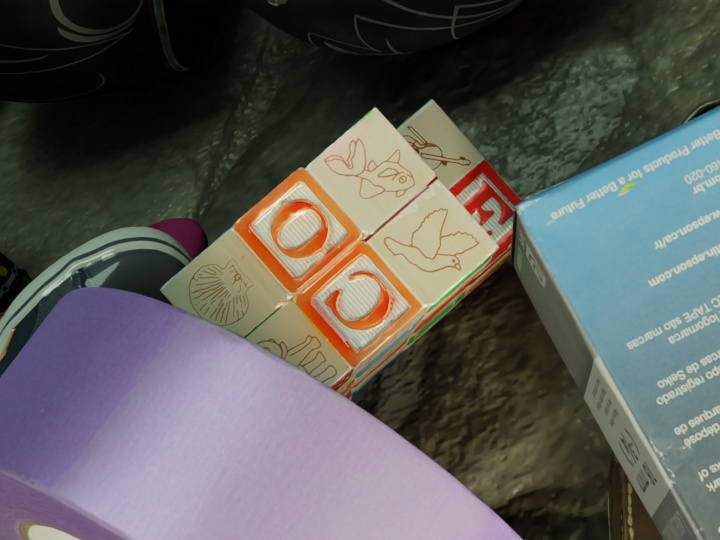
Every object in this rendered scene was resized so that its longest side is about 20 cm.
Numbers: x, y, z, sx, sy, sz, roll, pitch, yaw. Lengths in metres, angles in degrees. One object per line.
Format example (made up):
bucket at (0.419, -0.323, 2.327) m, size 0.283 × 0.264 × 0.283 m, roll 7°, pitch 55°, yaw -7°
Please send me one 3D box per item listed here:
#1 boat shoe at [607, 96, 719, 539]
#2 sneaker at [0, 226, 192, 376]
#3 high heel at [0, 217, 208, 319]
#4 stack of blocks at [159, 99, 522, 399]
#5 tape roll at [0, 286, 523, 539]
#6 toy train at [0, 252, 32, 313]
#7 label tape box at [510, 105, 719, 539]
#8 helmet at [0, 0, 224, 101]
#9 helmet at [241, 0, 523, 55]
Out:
boat shoe at (0.112, 0.026, 0.645) m, size 0.075 × 0.075 × 0.202 m, roll -12°, pitch 45°, yaw 29°
sneaker at (-0.132, 0.074, 0.782) m, size 0.200 × 0.078 × 0.079 m, roll -47°, pitch 33°, yaw 6°
high heel at (-0.158, 0.029, 0.830) m, size 0.200 × 0.096 × 0.067 m, roll -44°, pitch 39°, yaw -9°
stack of blocks at (0.000, 0.000, 0.674) m, size 0.115 × 0.059 × 0.200 m, roll -41°, pitch -4°, yaw -4°
tape roll at (-0.029, 0.092, 0.586) m, size 0.200 × 0.200 × 0.066 m, roll 15°, pitch 61°, yaw 45°
toy train at (-0.241, 0.006, 0.957) m, size 0.200 × 0.046 × 0.034 m, roll -1°, pitch 51°, yaw 37°
label tape box at (0.152, 0.042, 0.567) m, size 0.144 × 0.063 × 0.200 m, roll -26°, pitch 74°, yaw -6°
helmet at (-0.167, -0.183, 0.943) m, size 0.191 × 0.200 × 0.200 m, roll 7°, pitch 51°, yaw 10°
helmet at (0.015, -0.192, 0.848) m, size 0.200 × 0.191 × 0.200 m, roll -5°, pitch 15°, yaw 1°
